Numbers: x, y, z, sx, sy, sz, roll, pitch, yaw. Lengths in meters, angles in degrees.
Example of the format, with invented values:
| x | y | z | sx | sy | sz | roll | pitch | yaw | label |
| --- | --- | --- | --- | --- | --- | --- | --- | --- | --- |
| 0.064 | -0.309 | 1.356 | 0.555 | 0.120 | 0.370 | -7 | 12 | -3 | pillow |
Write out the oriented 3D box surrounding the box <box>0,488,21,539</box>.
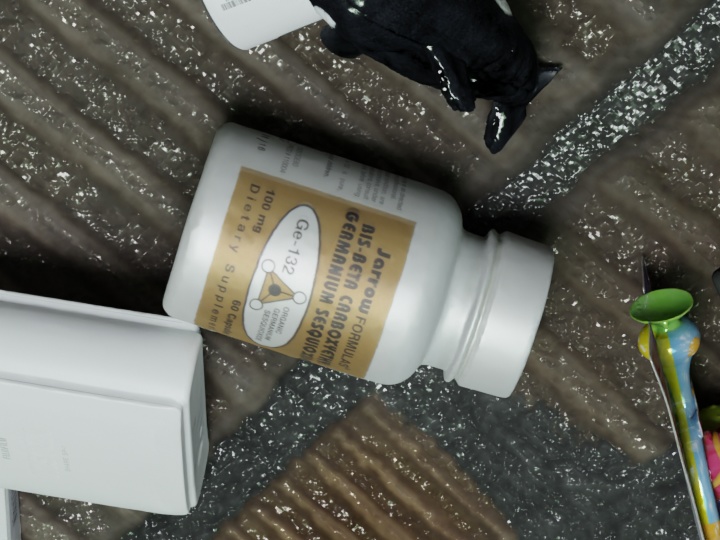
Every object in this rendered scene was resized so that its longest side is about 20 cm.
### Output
| x | y | z | sx | sy | sz | roll | pitch | yaw | label |
| --- | --- | --- | --- | --- | --- | --- | --- | --- | --- |
| -0.316 | 0.170 | 1.470 | 0.199 | 0.036 | 0.145 | 5 | 120 | 6 | box |

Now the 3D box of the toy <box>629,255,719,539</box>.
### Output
| x | y | z | sx | sy | sz | roll | pitch | yaw | label |
| --- | --- | --- | --- | --- | --- | --- | --- | --- | --- |
| 0.201 | 0.099 | 1.311 | 0.047 | 0.115 | 0.200 | -16 | 117 | 12 | toy |

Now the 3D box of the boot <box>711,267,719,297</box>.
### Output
| x | y | z | sx | sy | sz | roll | pitch | yaw | label |
| --- | --- | --- | --- | --- | --- | --- | --- | --- | --- |
| 0.302 | 0.019 | 1.281 | 0.199 | 0.072 | 0.145 | -15 | 91 | -4 | boot |

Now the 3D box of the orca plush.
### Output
| x | y | z | sx | sy | sz | roll | pitch | yaw | label |
| --- | --- | --- | --- | --- | --- | --- | --- | --- | --- |
| 0.039 | -0.103 | 1.185 | 0.105 | 0.071 | 0.200 | -18 | 150 | 15 | orca plush |

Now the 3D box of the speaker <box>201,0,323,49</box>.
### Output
| x | y | z | sx | sy | sz | roll | pitch | yaw | label |
| --- | --- | --- | --- | --- | --- | --- | --- | --- | --- |
| 0.013 | -0.185 | 1.189 | 0.199 | 0.081 | 0.081 | -20 | 116 | 17 | speaker |

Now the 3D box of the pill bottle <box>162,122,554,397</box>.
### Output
| x | y | z | sx | sy | sz | roll | pitch | yaw | label |
| --- | --- | --- | --- | --- | --- | --- | --- | --- | --- |
| 0.000 | 0.000 | 1.281 | 0.199 | 0.114 | 0.115 | 17 | 121 | -3 | pill bottle |

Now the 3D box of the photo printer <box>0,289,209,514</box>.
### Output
| x | y | z | sx | sy | sz | roll | pitch | yaw | label |
| --- | --- | --- | --- | --- | --- | --- | --- | --- | --- |
| -0.191 | 0.074 | 1.345 | 0.199 | 0.070 | 0.167 | 9 | 151 | 2 | photo printer |
